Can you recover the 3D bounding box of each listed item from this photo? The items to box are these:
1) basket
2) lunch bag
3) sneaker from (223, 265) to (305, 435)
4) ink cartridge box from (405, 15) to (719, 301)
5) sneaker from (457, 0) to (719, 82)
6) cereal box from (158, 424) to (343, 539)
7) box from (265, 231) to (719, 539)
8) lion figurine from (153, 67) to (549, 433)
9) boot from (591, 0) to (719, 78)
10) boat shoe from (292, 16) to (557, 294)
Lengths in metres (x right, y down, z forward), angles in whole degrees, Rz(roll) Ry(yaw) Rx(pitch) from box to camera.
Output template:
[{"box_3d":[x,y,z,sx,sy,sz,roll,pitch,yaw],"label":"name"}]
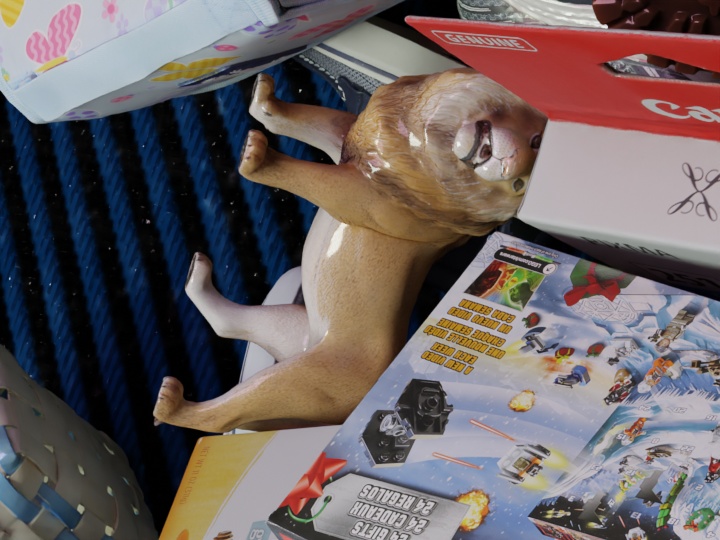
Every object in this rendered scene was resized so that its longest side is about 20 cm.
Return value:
[{"box_3d":[-0.202,0.138,1.000,0.200,0.176,0.139,-38,46,3],"label":"basket"},{"box_3d":[-0.049,-0.145,0.877,0.169,0.127,0.201,-20,33,45],"label":"lunch bag"},{"box_3d":[-0.045,0.095,0.922,0.070,0.073,0.202,-4,70,42],"label":"sneaker"},{"box_3d":[0.130,-0.024,0.706,0.199,0.176,0.045,11,80,46],"label":"ink cartridge box"},{"box_3d":[0.122,-0.083,0.820,0.199,0.080,0.075,32,139,31],"label":"sneaker"},{"box_3d":[0.005,0.119,0.769,0.199,0.040,0.145,-9,46,34],"label":"cereal box"},{"box_3d":[0.079,0.069,0.696,0.199,0.040,0.137,20,63,47],"label":"box"},{"box_3d":[0.000,0.000,0.842,0.073,0.121,0.201,-87,17,-55],"label":"lion figurine"},{"box_3d":[0.188,-0.107,0.744,0.198,0.076,0.107,16,39,15],"label":"boot"},{"box_3d":[0.017,-0.051,0.923,0.200,0.074,0.093,33,106,51],"label":"boat shoe"}]
